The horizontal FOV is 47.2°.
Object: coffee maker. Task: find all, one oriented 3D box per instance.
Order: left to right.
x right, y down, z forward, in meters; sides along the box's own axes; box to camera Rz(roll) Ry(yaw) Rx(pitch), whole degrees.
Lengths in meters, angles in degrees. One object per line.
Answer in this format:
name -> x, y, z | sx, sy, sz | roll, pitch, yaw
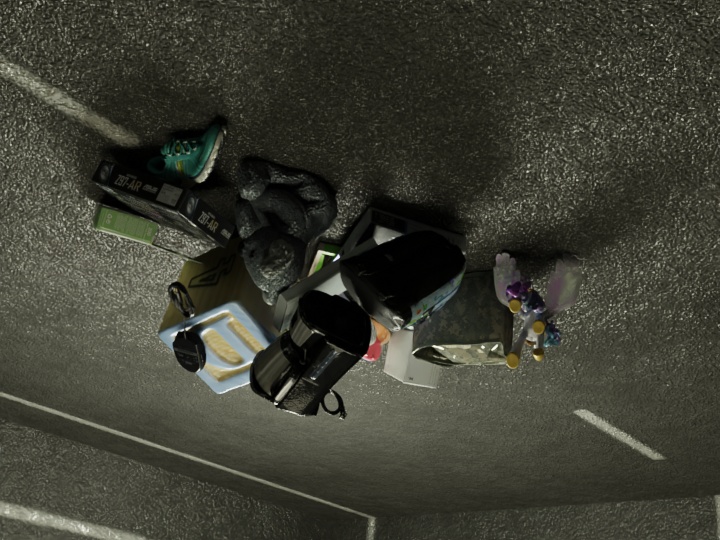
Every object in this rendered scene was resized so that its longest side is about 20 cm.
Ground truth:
coffee maker -> -0.065, 0.146, 1.414 | 0.191, 0.135, 0.200 | 13, 134, -34

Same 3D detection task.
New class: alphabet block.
alphabet block -> -0.236, 0.080, 1.575 | 0.195, 0.201, 0.196 | -21, 125, 24

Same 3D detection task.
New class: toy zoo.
toy zoo -> 0.000, 0.000, 1.668 | 0.198, 0.021, 0.131 | 11, 153, -9

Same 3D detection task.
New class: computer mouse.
computer mouse -> -0.304, 0.099, 1.453 | 0.058, 0.034, 0.201 | 15, 129, 18

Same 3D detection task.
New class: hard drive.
hard drive -> -0.062, 0.026, 1.457 | 0.026, 0.199, 0.132 | 51, 155, 14

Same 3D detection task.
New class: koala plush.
koala plush -> -0.136, -0.052, 1.403 | 0.182, 0.202, 0.178 | 10, 153, -5

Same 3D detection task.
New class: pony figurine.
pony figurine -> 0.316, 0.071, 1.516 | 0.165, 0.195, 0.200 | 4, -168, 20

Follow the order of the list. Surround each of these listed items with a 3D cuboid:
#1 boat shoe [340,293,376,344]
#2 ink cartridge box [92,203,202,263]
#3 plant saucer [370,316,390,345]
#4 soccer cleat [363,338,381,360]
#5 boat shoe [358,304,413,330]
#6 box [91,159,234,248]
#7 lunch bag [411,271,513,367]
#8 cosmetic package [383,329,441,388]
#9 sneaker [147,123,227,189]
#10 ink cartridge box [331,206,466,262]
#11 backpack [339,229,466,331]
boat shoe -> -0.037, 0.100, 1.716 | 0.072, 0.069, 0.200 | -12, 129, 31
ink cartridge box -> -0.395, -0.069, 1.538 | 0.199, 0.048, 0.145 | 18, 179, -22
plant saucer -> -0.027, 0.127, 1.904 | 0.198, 0.038, 0.201 | 5, 153, 3
soccer cleat -> -0.031, 0.144, 1.838 | 0.076, 0.067, 0.200 | 2, 156, 45
boat shoe -> 0.087, 0.083, 1.770 | 0.199, 0.073, 0.071 | 20, 175, -31
box -> -0.335, -0.113, 1.407 | 0.199, 0.044, 0.160 | 20, 168, 27
lunch bag -> 0.202, 0.100, 1.654 | 0.198, 0.165, 0.118 | -4, 148, 21
cosmetic package -> 0.118, 0.191, 1.836 | 0.080, 0.114, 0.200 | 12, 179, -12
sneaker -> -0.281, -0.183, 1.331 | 0.079, 0.078, 0.199 | 33, 144, -26
ink cartridge box -> 0.067, -0.024, 1.556 | 0.197, 0.044, 0.200 | 16, 144, -17
backpack -> 0.088, 0.012, 1.420 | 0.163, 0.200, 0.154 | 40, 155, 29
